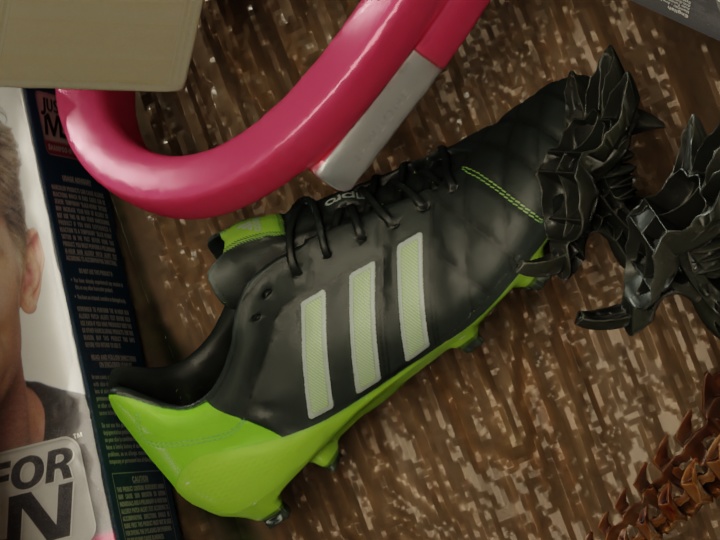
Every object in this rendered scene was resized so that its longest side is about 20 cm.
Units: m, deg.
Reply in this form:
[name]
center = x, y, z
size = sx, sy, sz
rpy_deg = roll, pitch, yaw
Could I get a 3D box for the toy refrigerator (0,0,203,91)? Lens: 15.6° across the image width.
[toy refrigerator]
center = -0.128, -0.126, 0.865
size = 0.200, 0.076, 0.070
rpy_deg = 38, 121, 50

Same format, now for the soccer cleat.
[soccer cleat]
center = 0.000, 0.000, 0.870
size = 0.081, 0.068, 0.200
rpy_deg = 42, 103, -16

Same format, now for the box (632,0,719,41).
[box]
center = 0.128, -0.141, 0.805
size = 0.199, 0.049, 0.161
rpy_deg = 26, 52, 17

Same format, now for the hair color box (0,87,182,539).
[hair color box]
center = -0.130, 0.041, 0.922
size = 0.100, 0.060, 0.201
rpy_deg = -15, 82, 17

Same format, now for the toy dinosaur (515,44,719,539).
[toy dinosaur]
center = 0.129, 0.001, 0.813
size = 0.102, 0.135, 0.201
rpy_deg = -3, 64, 58

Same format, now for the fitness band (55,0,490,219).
[fitness band]
center = -0.024, -0.107, 0.879
size = 0.144, 0.037, 0.200
rpy_deg = 40, 95, 39
